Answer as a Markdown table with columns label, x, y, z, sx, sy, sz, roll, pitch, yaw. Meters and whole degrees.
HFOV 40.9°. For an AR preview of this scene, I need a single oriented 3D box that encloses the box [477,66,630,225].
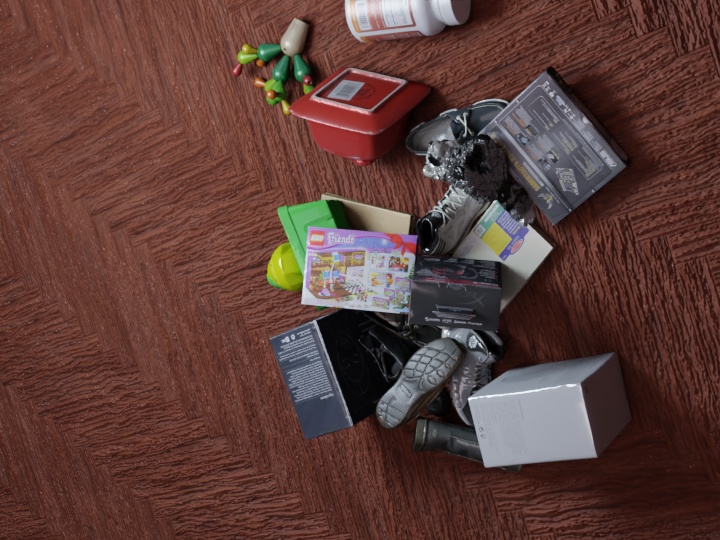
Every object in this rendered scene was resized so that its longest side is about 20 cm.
| label | x | y | z | sx | sy | sz | roll | pitch | yaw |
| --- | --- | --- | --- | --- | --- | --- | --- | --- | --- |
| box | 0.312 | -0.200 | 1.564 | 0.200 | 0.048 | 0.158 | 49 | 122 | 0 |

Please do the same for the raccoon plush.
| label | x | y | z | sx | sy | sz | roll | pitch | yaw |
| --- | --- | --- | --- | --- | --- | --- | --- | --- | --- |
| raccoon plush | 0.185 | -0.140 | 1.606 | 0.201 | 0.096 | 0.133 | 57 | 159 | -17 |

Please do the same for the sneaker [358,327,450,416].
| label | x | y | z | sx | sy | sz | roll | pitch | yaw |
| --- | --- | --- | --- | --- | --- | --- | --- | --- | --- |
| sneaker | 0.082 | 0.191 | 1.775 | 0.060 | 0.104 | 0.202 | -36 | 80 | 32 |

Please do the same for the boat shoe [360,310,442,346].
| label | x | y | z | sx | sy | sz | roll | pitch | yaw |
| --- | --- | --- | --- | --- | --- | --- | --- | --- | --- |
| boat shoe | 0.082 | 0.096 | 1.769 | 0.198 | 0.057 | 0.069 | 28 | 116 | 12 |

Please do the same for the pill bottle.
| label | x | y | z | sx | sy | sz | roll | pitch | yaw |
| --- | --- | --- | --- | --- | --- | --- | --- | --- | --- |
| pill bottle | 0.082 | -0.453 | 1.641 | 0.197 | 0.112 | 0.114 | 2 | 101 | 31 |

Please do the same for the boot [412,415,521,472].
| label | x | y | z | sx | sy | sz | roll | pitch | yaw |
| --- | --- | --- | --- | --- | --- | --- | --- | --- | --- |
| boot | 0.194 | 0.312 | 1.740 | 0.196 | 0.182 | 0.074 | 7 | 85 | 3 |

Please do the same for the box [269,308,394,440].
| label | x | y | z | sx | sy | sz | roll | pitch | yaw |
| --- | --- | --- | --- | --- | --- | --- | --- | --- | --- |
| box | -0.039 | 0.179 | 1.792 | 0.123 | 0.199 | 0.199 | -23 | 87 | 34 |

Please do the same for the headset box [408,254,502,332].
| label | x | y | z | sx | sy | sz | roll | pitch | yaw |
| --- | --- | --- | --- | --- | --- | --- | --- | --- | --- |
| headset box | 0.157 | 0.037 | 1.588 | 0.146 | 0.200 | 0.076 | 5 | 105 | 5 |

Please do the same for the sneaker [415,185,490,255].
| label | x | y | z | sx | sy | sz | roll | pitch | yaw |
| --- | --- | --- | --- | --- | --- | --- | --- | --- | --- |
| sneaker | 0.163 | -0.109 | 1.657 | 0.075 | 0.115 | 0.203 | 33 | 115 | 22 |

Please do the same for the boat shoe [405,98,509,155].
| label | x | y | z | sx | sy | sz | roll | pitch | yaw |
| --- | --- | --- | --- | --- | --- | --- | --- | --- | --- |
| boat shoe | 0.168 | -0.241 | 1.659 | 0.198 | 0.060 | 0.077 | -21 | 87 | 33 |

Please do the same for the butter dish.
| label | x | y | z | sx | sy | sz | roll | pitch | yaw |
| --- | --- | --- | --- | --- | --- | --- | --- | --- | --- |
| butter dish | 0.002 | -0.255 | 1.710 | 0.197 | 0.200 | 0.150 | 19 | 133 | 26 |

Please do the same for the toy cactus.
| label | x | y | z | sx | sy | sz | roll | pitch | yaw |
| --- | --- | --- | --- | --- | --- | --- | --- | --- | --- |
| toy cactus | -0.150 | -0.395 | 1.818 | 0.199 | 0.102 | 0.167 | 33 | 106 | 31 |

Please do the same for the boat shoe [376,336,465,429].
| label | x | y | z | sx | sy | sz | roll | pitch | yaw |
| --- | --- | --- | --- | --- | --- | --- | --- | --- | --- |
| boat shoe | 0.110 | 0.199 | 1.708 | 0.200 | 0.074 | 0.076 | -46 | 62 | 15 |

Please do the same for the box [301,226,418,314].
| label | x | y | z | sx | sy | sz | roll | pitch | yaw |
| --- | --- | --- | --- | --- | --- | --- | --- | --- | --- |
| box | 0.000 | 0.000 | 1.697 | 0.196 | 0.039 | 0.139 | 5 | 89 | 8 |

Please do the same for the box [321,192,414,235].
| label | x | y | z | sx | sy | sz | roll | pitch | yaw |
| --- | --- | --- | --- | --- | --- | --- | --- | --- | --- |
| box | 0.005 | -0.047 | 1.824 | 0.197 | 0.021 | 0.166 | 15 | 108 | 29 |

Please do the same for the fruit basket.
| label | x | y | z | sx | sy | sz | roll | pitch | yaw |
| --- | --- | --- | --- | --- | --- | --- | --- | --- | --- |
| fruit basket | -0.105 | -0.021 | 1.809 | 0.212 | 0.155 | 0.220 | 1 | 94 | 15 |

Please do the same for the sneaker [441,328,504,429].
| label | x | y | z | sx | sy | sz | roll | pitch | yaw |
| --- | --- | --- | --- | --- | --- | --- | --- | --- | --- |
| sneaker | 0.211 | 0.180 | 1.695 | 0.115 | 0.074 | 0.203 | -15 | 92 | 51 |

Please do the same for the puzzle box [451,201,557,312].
| label | x | y | z | sx | sy | sz | roll | pitch | yaw |
| --- | --- | --- | --- | --- | --- | --- | --- | --- | --- |
| puzzle box | 0.235 | -0.014 | 1.686 | 0.133 | 0.025 | 0.201 | 46 | 119 | 16 |

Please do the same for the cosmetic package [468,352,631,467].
| label | x | y | z | sx | sy | sz | roll | pitch | yaw |
| --- | --- | --- | --- | --- | --- | --- | --- | --- | --- |
| cosmetic package | 0.315 | 0.228 | 1.582 | 0.198 | 0.198 | 0.125 | -14 | 92 | 33 |
